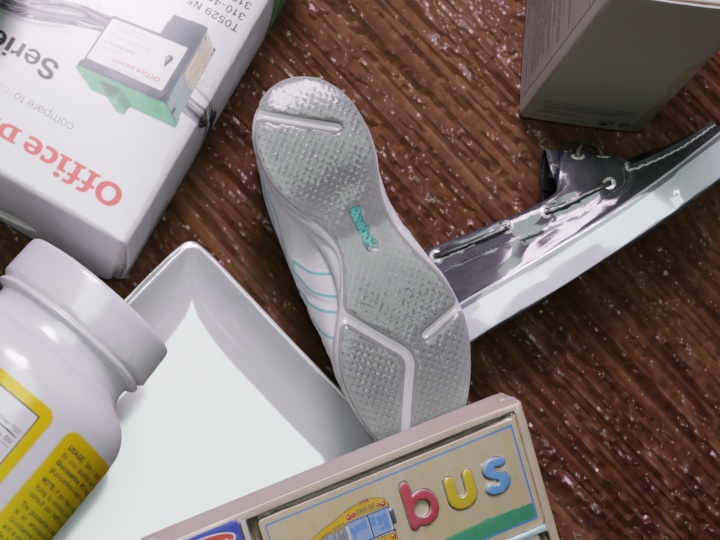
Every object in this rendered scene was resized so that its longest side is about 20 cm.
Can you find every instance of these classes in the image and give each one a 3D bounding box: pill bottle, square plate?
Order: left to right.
[{"bbox_3d":[-0.184,0.088,1.017,0.112,0.112,0.200,39,77,1],"label":"pill bottle"},{"bbox_3d":[-0.086,0.122,1.096,0.200,0.028,0.198,45,75,2],"label":"square plate"}]

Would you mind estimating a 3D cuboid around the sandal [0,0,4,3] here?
[{"bbox_3d":[-0.253,-0.142,1.068,0.199,0.043,0.076,-12,46,27],"label":"sandal"}]

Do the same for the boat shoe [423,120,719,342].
[{"bbox_3d":[0.110,-0.033,1.143,0.199,0.070,0.066,-32,86,-6],"label":"boat shoe"}]

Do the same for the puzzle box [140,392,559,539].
[{"bbox_3d":[0.005,0.155,1.064,0.199,0.025,0.134,-21,102,-17],"label":"puzzle box"}]

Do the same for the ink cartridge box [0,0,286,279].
[{"bbox_3d":[-0.134,-0.119,1.110,0.146,0.084,0.201,28,75,-1],"label":"ink cartridge box"}]

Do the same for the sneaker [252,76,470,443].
[{"bbox_3d":[0.000,0.000,1.109,0.070,0.080,0.201,-21,89,-11],"label":"sneaker"}]

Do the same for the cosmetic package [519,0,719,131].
[{"bbox_3d":[0.138,-0.148,1.098,0.073,0.200,0.104,7,78,-8],"label":"cosmetic package"}]
